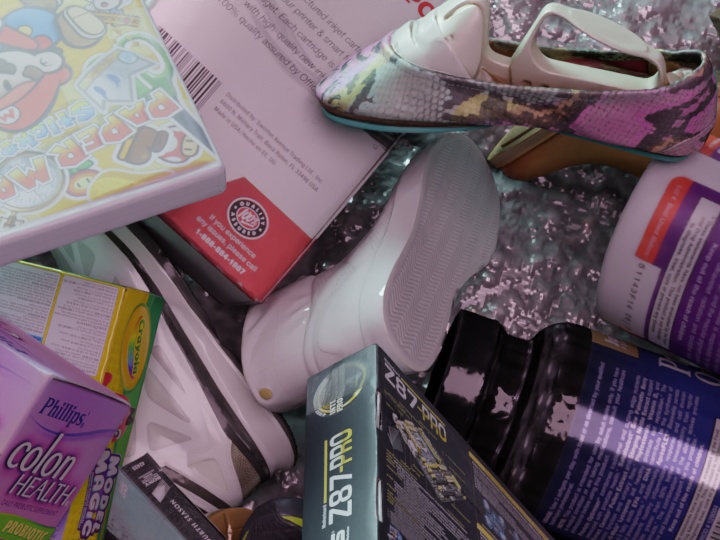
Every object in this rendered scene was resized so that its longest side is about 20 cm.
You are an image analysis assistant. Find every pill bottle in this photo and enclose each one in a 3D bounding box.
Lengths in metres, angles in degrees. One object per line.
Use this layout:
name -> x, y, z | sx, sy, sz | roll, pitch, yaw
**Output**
pill bottle -> 0.131, 0.093, 1.144 | 0.199, 0.112, 0.112 | 20, 74, -2
pill bottle -> 0.230, 0.015, 1.114 | 0.200, 0.111, 0.112 | 26, 73, 17

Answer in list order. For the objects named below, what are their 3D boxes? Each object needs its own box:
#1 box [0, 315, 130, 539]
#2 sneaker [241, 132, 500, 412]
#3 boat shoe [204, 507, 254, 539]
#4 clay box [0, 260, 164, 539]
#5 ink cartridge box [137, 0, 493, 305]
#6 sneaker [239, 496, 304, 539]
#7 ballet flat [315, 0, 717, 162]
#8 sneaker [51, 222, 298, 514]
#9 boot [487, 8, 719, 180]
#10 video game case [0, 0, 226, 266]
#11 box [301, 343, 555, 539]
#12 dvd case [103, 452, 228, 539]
box -> -0.243, 0.096, 1.040 | 0.176, 0.097, 0.200 | 31, 90, 21
sneaker -> 0.000, 0.000, 1.164 | 0.074, 0.115, 0.200 | 59, 32, -18
boat shoe -> -0.049, 0.214, 1.117 | 0.071, 0.069, 0.201 | -24, 98, -36
clay box -> -0.180, 0.096, 1.103 | 0.115, 0.048, 0.201 | 13, 88, 24
ink cartridge box -> -0.052, -0.103, 1.148 | 0.147, 0.083, 0.200 | 43, 77, -11
sneaker -> 0.003, 0.150, 1.096 | 0.074, 0.200, 0.081 | -22, 54, 22
ballet flat -> 0.079, -0.101, 1.084 | 0.199, 0.071, 0.069 | 7, 34, 4
sneaker -> -0.134, 0.052, 1.141 | 0.115, 0.076, 0.201 | -37, 85, -16
boot -> 0.185, -0.050, 1.213 | 0.199, 0.074, 0.155 | -23, 106, 14
video game case -> -0.188, -0.078, 1.042 | 0.199, 0.023, 0.182 | -19, 57, -14
box -> 0.047, 0.154, 1.032 | 0.049, 0.200, 0.161 | -28, 34, 22
dvd case -> -0.060, 0.202, 1.047 | 0.022, 0.146, 0.200 | -25, 56, -38
